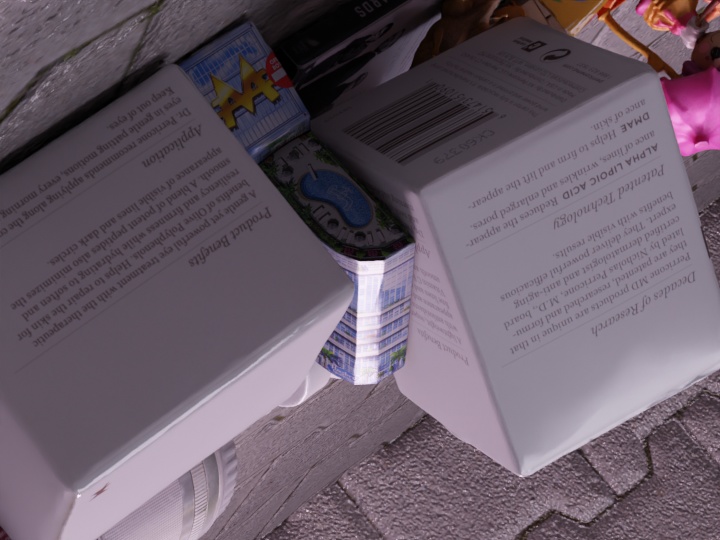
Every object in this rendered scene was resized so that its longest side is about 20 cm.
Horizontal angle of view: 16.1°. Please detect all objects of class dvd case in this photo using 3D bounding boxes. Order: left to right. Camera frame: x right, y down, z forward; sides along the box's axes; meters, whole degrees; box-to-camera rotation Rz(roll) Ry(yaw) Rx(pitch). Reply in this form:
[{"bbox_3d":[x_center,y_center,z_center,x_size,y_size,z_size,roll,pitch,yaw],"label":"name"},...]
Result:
[{"bbox_3d":[0.002,-0.143,1.647,0.200,0.025,0.150,-35,170,-33],"label":"dvd case"}]

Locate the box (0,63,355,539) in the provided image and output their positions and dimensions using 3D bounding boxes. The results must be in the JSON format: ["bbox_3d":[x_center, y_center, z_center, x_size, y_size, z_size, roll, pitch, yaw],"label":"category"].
[{"bbox_3d":[-0.143,0.032,1.435,0.199,0.171,0.200,-36,170,-22],"label":"box"}]

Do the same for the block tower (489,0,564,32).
[{"bbox_3d":[0.055,-0.121,1.771,0.200,0.054,0.058,-34,-168,1],"label":"block tower"}]

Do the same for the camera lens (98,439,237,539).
[{"bbox_3d":[-0.205,0.160,1.849,0.200,0.160,0.160,-30,167,-48],"label":"camera lens"}]

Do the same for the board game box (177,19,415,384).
[{"bbox_3d":[-0.054,-0.043,1.499,0.062,0.200,0.200,-35,156,-19],"label":"board game box"}]

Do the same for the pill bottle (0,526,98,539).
[{"bbox_3d":[-0.240,0.160,1.576,0.114,0.200,0.114,-38,171,-8],"label":"pill bottle"}]

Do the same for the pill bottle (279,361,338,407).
[{"bbox_3d":[0.000,0.000,1.662,0.200,0.113,0.113,-38,172,-34],"label":"pill bottle"}]

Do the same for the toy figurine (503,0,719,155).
[{"bbox_3d":[0.232,-0.176,1.913,0.200,0.184,0.150,-35,170,-31],"label":"toy figurine"}]

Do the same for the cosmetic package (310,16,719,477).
[{"bbox_3d":[0.096,-0.018,1.528,0.165,0.200,0.165,-28,-153,-16],"label":"cosmetic package"}]

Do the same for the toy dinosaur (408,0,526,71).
[{"bbox_3d":[0.071,-0.164,1.640,0.200,0.060,0.106,-49,-172,-34],"label":"toy dinosaur"}]

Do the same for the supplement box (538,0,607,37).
[{"bbox_3d":[0.143,-0.209,1.628,0.069,0.067,0.200,-43,-175,20],"label":"supplement box"}]
